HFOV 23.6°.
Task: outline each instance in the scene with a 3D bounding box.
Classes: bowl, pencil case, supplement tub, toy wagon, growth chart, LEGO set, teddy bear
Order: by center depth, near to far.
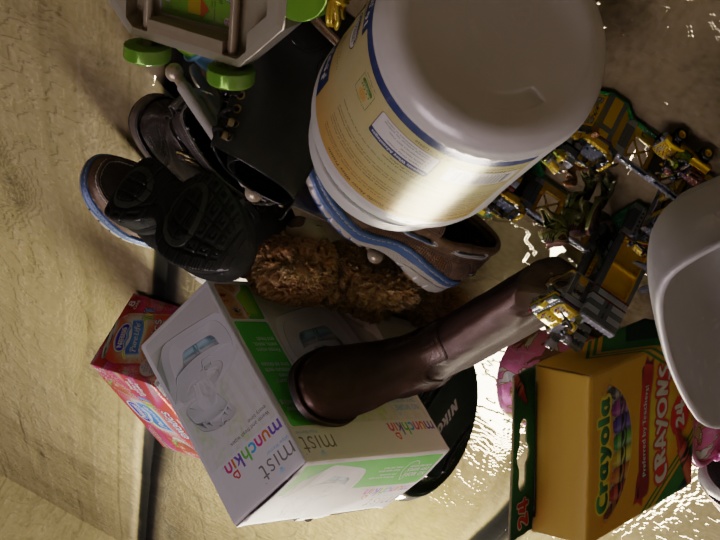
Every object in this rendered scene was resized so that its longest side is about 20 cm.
[{"bbox_3d":[0.266,-0.006,1.028,0.199,0.075,0.200,-22,142,6],"label":"bowl"},{"bbox_3d":[0.051,-0.110,1.066,0.144,0.145,0.200,32,158,-7],"label":"supplement tub"},{"bbox_3d":[-0.086,-0.195,1.097,0.199,0.040,0.156,18,118,25],"label":"toy wagon"},{"bbox_3d":[0.149,-0.022,1.169,0.153,0.116,0.200,37,157,-17],"label":"LEGO set"},{"bbox_3d":[-0.063,-0.083,1.293,0.200,0.018,0.145,24,-150,-58],"label":"growth chart"},{"bbox_3d":[0.210,0.103,1.411,0.199,0.083,0.086,10,163,39],"label":"pencil case"},{"bbox_3d":[0.000,0.000,1.413,0.199,0.067,0.145,17,-164,-17],"label":"teddy bear"}]

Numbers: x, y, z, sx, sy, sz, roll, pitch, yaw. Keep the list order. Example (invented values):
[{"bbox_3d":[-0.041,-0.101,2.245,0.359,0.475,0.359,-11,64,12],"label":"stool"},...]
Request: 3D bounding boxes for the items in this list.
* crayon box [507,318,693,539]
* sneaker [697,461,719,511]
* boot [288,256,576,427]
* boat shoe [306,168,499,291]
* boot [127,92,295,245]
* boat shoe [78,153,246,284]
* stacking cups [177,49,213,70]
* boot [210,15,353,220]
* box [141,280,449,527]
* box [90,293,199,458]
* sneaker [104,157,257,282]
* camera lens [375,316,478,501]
[{"bbox_3d":[0.179,0.118,1.256,0.051,0.199,0.128,9,106,36],"label":"crayon box"},{"bbox_3d":[0.357,0.162,1.383,0.199,0.078,0.077,1,132,44],"label":"sneaker"},{"bbox_3d":[0.064,0.050,1.321,0.199,0.186,0.065,-28,81,35],"label":"boot"},{"bbox_3d":[0.033,-0.054,1.291,0.072,0.073,0.200,-25,145,26],"label":"boat shoe"},{"bbox_3d":[-0.103,-0.071,1.389,0.200,0.069,0.174,42,171,-24],"label":"boot"},{"bbox_3d":[-0.164,-0.049,1.578,0.199,0.073,0.072,32,155,-32],"label":"boat shoe"},{"bbox_3d":[-0.101,-0.160,1.260,0.200,0.061,0.060,42,155,-28],"label":"stacking cups"},{"bbox_3d":[-0.088,-0.145,1.172,0.199,0.139,0.077,36,158,-11],"label":"boot"},{"bbox_3d":[-0.053,0.108,1.414,0.199,0.097,0.177,5,-132,-53],"label":"box"},{"bbox_3d":[-0.206,0.126,1.952,0.095,0.100,0.200,15,154,31],"label":"box"},{"bbox_3d":[-0.123,-0.030,1.344,0.091,0.076,0.200,41,176,-33],"label":"sneaker"},{"bbox_3d":[-0.003,0.116,1.598,0.199,0.161,0.160,13,153,35],"label":"camera lens"}]
